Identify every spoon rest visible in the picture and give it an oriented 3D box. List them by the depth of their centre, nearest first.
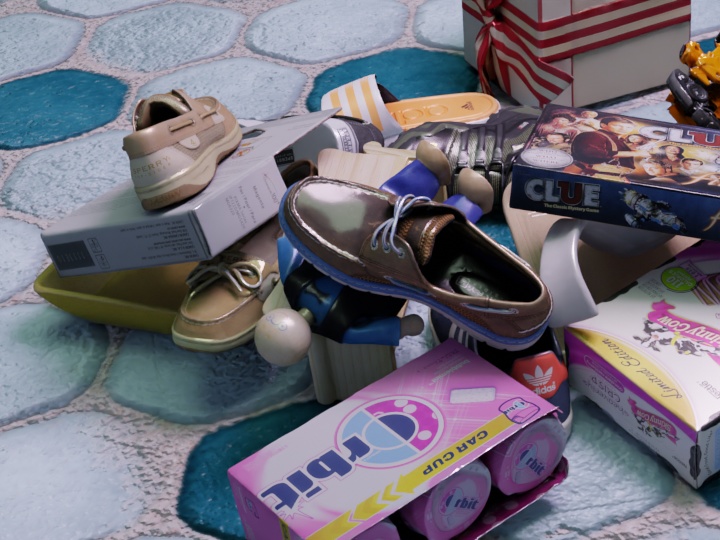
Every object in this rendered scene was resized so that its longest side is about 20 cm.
[{"bbox_3d":[0.180,-0.029,1.297,0.099,0.061,0.200,-17,14,35],"label":"spoon rest"}]

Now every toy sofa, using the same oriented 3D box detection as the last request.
[{"bbox_3d":[0.000,0.000,1.350,0.097,0.083,0.201,4,47,14],"label":"toy sofa"}]

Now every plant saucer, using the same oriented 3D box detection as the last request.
[{"bbox_3d":[-0.129,-0.006,1.453,0.199,0.049,0.200,9,35,22],"label":"plant saucer"}]

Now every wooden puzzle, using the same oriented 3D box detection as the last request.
[{"bbox_3d":[0.217,-0.004,1.374,0.184,0.037,0.201,-9,46,-4],"label":"wooden puzzle"}]

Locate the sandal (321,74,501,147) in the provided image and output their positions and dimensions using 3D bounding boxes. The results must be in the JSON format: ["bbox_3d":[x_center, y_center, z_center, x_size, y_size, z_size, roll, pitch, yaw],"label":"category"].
[{"bbox_3d":[0.025,-0.152,1.642,0.205,0.059,0.079,-11,32,-6],"label":"sandal"}]

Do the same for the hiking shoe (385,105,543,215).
[{"bbox_3d":[0.102,-0.084,1.504,0.199,0.076,0.101,-22,32,-24],"label":"hiking shoe"}]

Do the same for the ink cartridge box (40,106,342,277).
[{"bbox_3d":[-0.125,-0.059,1.387,0.199,0.044,0.173,-6,23,47],"label":"ink cartridge box"}]

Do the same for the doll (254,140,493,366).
[{"bbox_3d":[-0.001,-0.005,1.263,0.136,0.049,0.200,35,65,24],"label":"doll"}]

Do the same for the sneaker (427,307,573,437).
[{"bbox_3d":[0.101,0.040,1.300,0.075,0.085,0.200,-15,33,-13],"label":"sneaker"}]

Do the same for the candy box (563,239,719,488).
[{"bbox_3d":[0.259,0.045,1.251,0.199,0.061,0.136,-31,47,-22],"label":"candy box"}]

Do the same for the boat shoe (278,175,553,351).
[{"bbox_3d":[0.040,-0.018,1.203,0.199,0.072,0.073,23,68,5],"label":"boat shoe"}]

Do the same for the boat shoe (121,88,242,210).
[{"bbox_3d":[-0.136,-0.107,1.363,0.071,0.065,0.200,-22,17,8],"label":"boat shoe"}]

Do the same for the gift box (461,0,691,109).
[{"bbox_3d":[0.192,-0.255,1.659,0.186,0.185,0.200,-16,27,-17],"label":"gift box"}]

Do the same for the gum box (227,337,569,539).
[{"bbox_3d":[0.030,0.131,1.174,0.199,0.066,0.113,-30,37,-23],"label":"gum box"}]

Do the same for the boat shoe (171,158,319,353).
[{"bbox_3d":[-0.081,-0.011,1.346,0.073,0.063,0.201,12,36,27],"label":"boat shoe"}]

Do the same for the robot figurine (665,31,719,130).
[{"bbox_3d":[0.325,-0.106,1.424,0.200,0.058,0.145,42,44,10],"label":"robot figurine"}]

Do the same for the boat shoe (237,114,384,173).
[{"bbox_3d":[-0.056,-0.105,1.551,0.066,0.070,0.200,-12,4,-39],"label":"boat shoe"}]

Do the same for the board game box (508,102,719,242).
[{"bbox_3d":[0.215,-0.067,1.271,0.199,0.035,0.136,10,25,12],"label":"board game box"}]
